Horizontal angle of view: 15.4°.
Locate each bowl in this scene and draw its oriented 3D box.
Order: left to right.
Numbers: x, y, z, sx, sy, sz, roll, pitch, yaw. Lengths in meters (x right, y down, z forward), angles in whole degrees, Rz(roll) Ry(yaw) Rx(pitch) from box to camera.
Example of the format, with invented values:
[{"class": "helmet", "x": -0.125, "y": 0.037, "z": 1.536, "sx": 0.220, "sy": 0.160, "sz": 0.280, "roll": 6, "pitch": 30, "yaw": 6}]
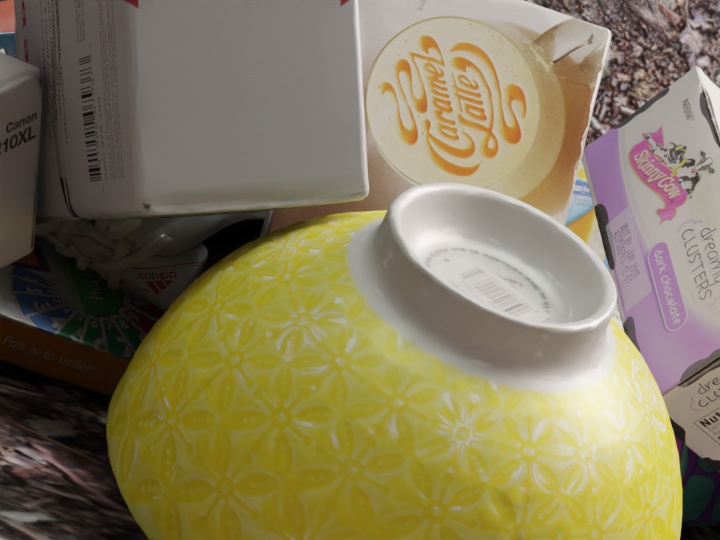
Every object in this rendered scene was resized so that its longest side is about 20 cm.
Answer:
[{"class": "bowl", "x": 0.027, "y": 0.037, "z": 0.873, "sx": 0.199, "sy": 0.108, "sz": 0.200, "roll": 18, "pitch": 30, "yaw": -11}]

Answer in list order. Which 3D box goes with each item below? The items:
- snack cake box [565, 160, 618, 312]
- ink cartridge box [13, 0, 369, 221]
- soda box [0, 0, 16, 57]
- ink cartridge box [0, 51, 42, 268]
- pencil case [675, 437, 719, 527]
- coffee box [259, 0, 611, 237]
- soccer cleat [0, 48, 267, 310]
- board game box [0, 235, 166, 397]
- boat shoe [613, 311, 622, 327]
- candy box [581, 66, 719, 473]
[{"class": "snack cake box", "x": 0.124, "y": -0.006, "z": 1.596, "sx": 0.067, "sy": 0.115, "sz": 0.200, "roll": 24, "pitch": 10, "yaw": 32}, {"class": "ink cartridge box", "x": -0.068, "y": -0.092, "z": 0.961, "sx": 0.083, "sy": 0.146, "sz": 0.200, "roll": -4, "pitch": 2, "yaw": -17}, {"class": "soda box", "x": -0.097, "y": -0.091, "z": 1.170, "sx": 0.199, "sy": 0.069, "sz": 0.064, "roll": -4, "pitch": 31, "yaw": -14}, {"class": "ink cartridge box", "x": -0.238, "y": -0.050, "z": 0.992, "sx": 0.200, "sy": 0.085, "sz": 0.145, "roll": 24, "pitch": 34, "yaw": 28}, {"class": "pencil case", "x": 0.150, "y": 0.072, "z": 1.230, "sx": 0.092, "sy": 0.085, "sz": 0.200, "roll": 45, "pitch": 18, "yaw": 25}, {"class": "coffee box", "x": 0.017, "y": -0.012, "z": 1.047, "sx": 0.114, "sy": 0.201, "sz": 0.080, "roll": 18, "pitch": -25, "yaw": -4}, {"class": "soccer cleat", "x": -0.105, "y": -0.031, "z": 1.080, "sx": 0.199, "sy": 0.087, "sz": 0.070, "roll": 10, "pitch": -30, "yaw": -20}, {"class": "board game box", "x": -0.146, "y": -0.001, "z": 1.089, "sx": 0.199, "sy": 0.030, "sz": 0.096, "roll": 17, "pitch": 33, "yaw": -18}, {"class": "boat shoe", "x": 0.087, "y": 0.020, "z": 1.378, "sx": 0.071, "sy": 0.070, "sz": 0.200, "roll": -3, "pitch": 9, "yaw": -38}, {"class": "candy box", "x": 0.194, "y": 0.034, "z": 1.169, "sx": 0.200, "sy": 0.071, "sz": 0.168, "roll": 39, "pitch": 28, "yaw": -33}]
